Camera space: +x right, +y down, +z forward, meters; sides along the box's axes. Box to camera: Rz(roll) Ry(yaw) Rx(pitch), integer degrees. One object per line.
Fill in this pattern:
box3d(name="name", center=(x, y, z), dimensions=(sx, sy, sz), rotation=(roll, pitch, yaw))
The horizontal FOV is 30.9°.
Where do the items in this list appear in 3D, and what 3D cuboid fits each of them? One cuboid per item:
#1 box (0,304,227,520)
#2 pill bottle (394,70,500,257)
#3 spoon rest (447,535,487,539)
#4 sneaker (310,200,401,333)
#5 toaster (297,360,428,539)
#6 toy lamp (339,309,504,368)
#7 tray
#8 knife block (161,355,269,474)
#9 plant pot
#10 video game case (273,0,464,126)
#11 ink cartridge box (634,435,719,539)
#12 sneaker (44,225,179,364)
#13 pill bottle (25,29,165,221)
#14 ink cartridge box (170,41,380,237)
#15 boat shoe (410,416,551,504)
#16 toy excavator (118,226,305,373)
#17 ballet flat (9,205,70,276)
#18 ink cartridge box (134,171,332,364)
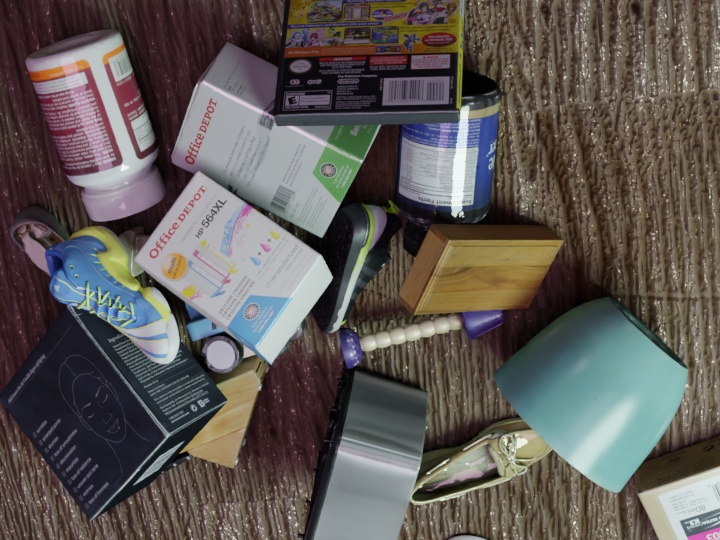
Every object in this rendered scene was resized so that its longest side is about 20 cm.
box3d(name="box", center=(-0.302, 0.155, 1.575), dimensions=(0.197, 0.124, 0.200), rotation=(50, 124, 8))
box3d(name="pill bottle", center=(0.096, -0.117, 1.475), dimensions=(0.111, 0.112, 0.201), rotation=(5, 114, 6))
box3d(name="spoon rest", center=(0.194, 0.416, 1.730), dimensions=(0.199, 0.061, 0.100), rotation=(22, 114, 13))
box3d(name="sneaker", center=(0.000, 0.000, 1.560), dimensions=(0.082, 0.072, 0.200), rotation=(-6, 139, -29))
box3d(name="toaster", center=(0.006, 0.231, 1.604), dimensions=(0.118, 0.181, 0.201), rotation=(14, 115, -1))
box3d(name="toy lamp", center=(0.075, 0.070, 1.581), dimensions=(0.199, 0.058, 0.058), rotation=(-13, 111, 5))
box3d(name="tray", center=(0.140, -0.002, 1.487), dimensions=(0.037, 0.199, 0.099), rotation=(44, 121, 37))
box3d(name="knife block", center=(-0.225, 0.174, 1.672), dimensions=(0.175, 0.064, 0.201), rotation=(19, 115, -1))
box3d(name="plant pot", center=(0.281, 0.130, 1.517), dimensions=(0.200, 0.201, 0.161), rotation=(40, 100, -10))
box3d(name="video game case", center=(0.012, -0.239, 1.412), dimensions=(0.199, 0.182, 0.026), rotation=(0, 154, 8))
box3d(name="ink cartridge box", center=(0.463, 0.293, 1.621), dimensions=(0.199, 0.075, 0.165), rotation=(-23, 107, 16))
box3d(name="sneaker", center=(-0.292, 0.037, 1.478), dimensions=(0.200, 0.105, 0.076), rotation=(49, 134, 27))
box3d(name="pill bottle", center=(-0.301, -0.167, 1.508), dimensions=(0.114, 0.114, 0.201), rotation=(-11, 111, 13))
box3d(name="ink cartridge box", center=(-0.098, -0.147, 1.479), dimensions=(0.199, 0.085, 0.146), rotation=(27, 139, -4))
box3d(name="boat shoe", center=(0.152, 0.245, 1.646), dimensions=(0.200, 0.063, 0.073), rotation=(-18, 108, 9))
box3d(name="toy excavator", center=(-0.185, 0.022, 1.597), dimensions=(0.194, 0.100, 0.201), rotation=(-18, 96, 16))
box3d(name="ballet flat", center=(-0.358, 0.007, 1.619), dimensions=(0.067, 0.064, 0.200), rotation=(-38, 104, 21))
box3d(name="ink cartridge box", center=(-0.153, -0.008, 1.488), dimensions=(0.200, 0.125, 0.129), rotation=(34, 83, 11))
